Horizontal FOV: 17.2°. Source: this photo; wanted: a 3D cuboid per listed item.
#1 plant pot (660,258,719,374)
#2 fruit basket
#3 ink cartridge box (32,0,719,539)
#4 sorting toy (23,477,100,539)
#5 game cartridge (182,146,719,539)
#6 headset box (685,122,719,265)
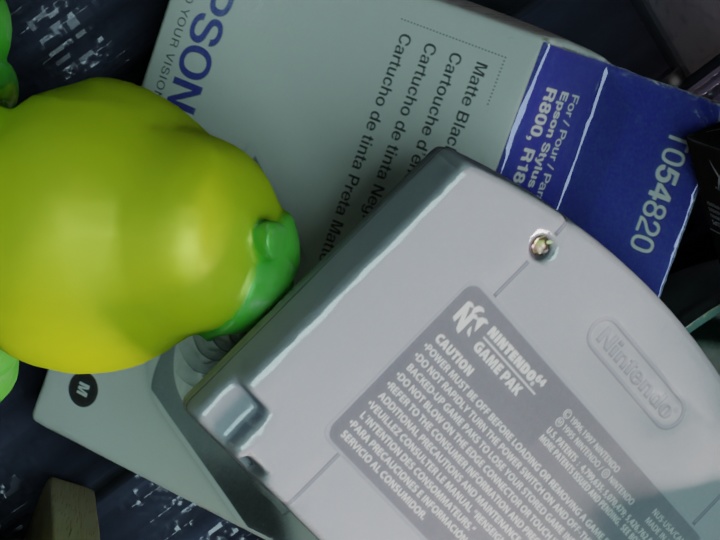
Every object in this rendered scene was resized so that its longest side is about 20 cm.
[{"bbox_3d":[0.145,0.079,0.910,0.200,0.134,0.200,-4,105,-16],"label":"plant pot"},{"bbox_3d":[-0.119,-0.024,0.785,0.216,0.156,0.216,-1,104,-2],"label":"fruit basket"},{"bbox_3d":[0.000,0.000,0.826,0.200,0.041,0.200,22,99,24],"label":"ink cartridge box"},{"bbox_3d":[-0.154,0.179,0.809,0.070,0.200,0.199,21,97,-11],"label":"sorting toy"},{"bbox_3d":[0.051,0.060,0.771,0.133,0.040,0.200,-43,119,-2],"label":"game cartridge"},{"bbox_3d":[0.212,0.025,0.800,0.149,0.077,0.200,-24,112,-14],"label":"headset box"}]
